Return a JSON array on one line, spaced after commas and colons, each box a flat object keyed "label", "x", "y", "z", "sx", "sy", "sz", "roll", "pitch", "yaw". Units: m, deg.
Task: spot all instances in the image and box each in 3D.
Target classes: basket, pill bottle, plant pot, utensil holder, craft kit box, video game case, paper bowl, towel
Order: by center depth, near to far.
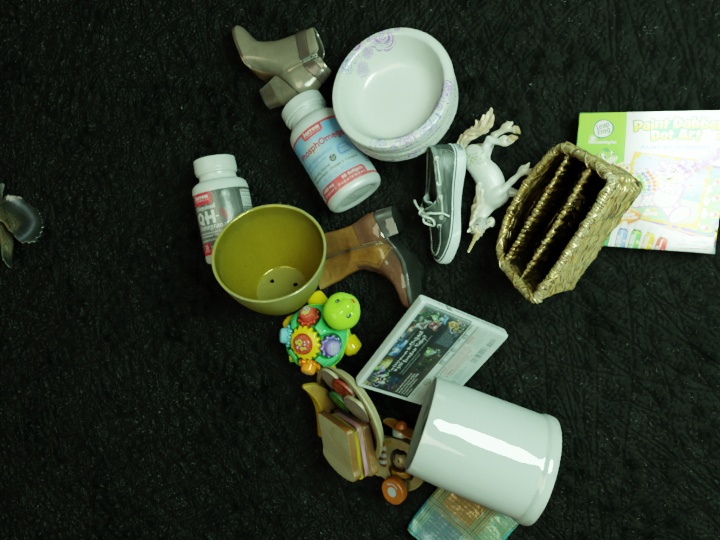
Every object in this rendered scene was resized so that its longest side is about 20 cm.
[{"label": "basket", "x": 0.272, "y": -0.076, "z": 0.737, "sx": 0.143, "sy": 0.148, "sz": 0.201, "roll": 42, "pitch": 121, "yaw": 30}, {"label": "craft kit box", "x": 0.420, "y": -0.131, "z": 0.765, "sx": 0.198, "sy": 0.048, "sz": 0.200, "roll": 5, "pitch": 96, "yaw": 22}, {"label": "utensil holder", "x": 0.188, "y": 0.280, "z": 0.821, "sx": 0.198, "sy": 0.170, "sz": 0.172, "roll": 19, "pitch": 104, "yaw": 5}, {"label": "paper bowl", "x": 0.061, "y": -0.280, "z": 0.852, "sx": 0.198, "sy": 0.104, "sz": 0.203, "roll": -2, "pitch": 82, "yaw": 18}, {"label": "video game case", "x": 0.117, "y": 0.145, "z": 0.864, "sx": 0.180, "sy": 0.023, "sz": 0.201, "roll": 22, "pitch": 120, "yaw": -24}, {"label": "pill bottle", "x": -0.056, "y": -0.214, "z": 0.921, "sx": 0.108, "sy": 0.109, "sz": 0.201, "roll": -35, "pitch": 83, "yaw": 23}, {"label": "towel", "x": 0.192, "y": 0.454, "z": 0.944, "sx": 0.146, "sy": 0.022, "sz": 0.201, "roll": 37, "pitch": 109, "yaw": 14}, {"label": "plant pot", "x": -0.155, "y": 0.002, "z": 0.945, "sx": 0.197, "sy": 0.142, "sz": 0.202, "roll": -1, "pitch": 59, "yaw": 2}, {"label": "pill bottle", "x": -0.269, "y": -0.120, "z": 1.022, "sx": 0.110, "sy": 0.111, "sz": 0.202, "roll": -10, "pitch": 93, "yaw": 24}]

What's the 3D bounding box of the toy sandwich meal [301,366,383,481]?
[{"label": "toy sandwich meal", "x": -0.036, "y": 0.270, "z": 0.921, "sx": 0.205, "sy": 0.070, "sz": 0.207, "roll": 36, "pitch": 139, "yaw": 38}]

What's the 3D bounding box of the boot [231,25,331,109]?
[{"label": "boot", "x": -0.143, "y": -0.404, "z": 0.965, "sx": 0.145, "sy": 0.070, "sz": 0.202, "roll": -28, "pitch": 86, "yaw": 17}]

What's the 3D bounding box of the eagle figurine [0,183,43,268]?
[{"label": "eagle figurine", "x": -0.908, "y": -0.126, "z": 1.304, "sx": 0.200, "sy": 0.151, "sz": 0.151, "roll": 45, "pitch": 158, "yaw": -19}]

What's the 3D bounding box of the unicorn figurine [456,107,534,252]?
[{"label": "unicorn figurine", "x": 0.216, "y": -0.146, "z": 0.841, "sx": 0.137, "sy": 0.074, "sz": 0.202, "roll": -27, "pitch": 71, "yaw": 33}]

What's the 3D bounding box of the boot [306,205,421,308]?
[{"label": "boot", "x": 0.000, "y": 0.000, "z": 0.947, "sx": 0.198, "sy": 0.068, "sz": 0.190, "roll": -20, "pitch": 93, "yaw": 26}]

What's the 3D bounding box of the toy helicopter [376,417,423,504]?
[{"label": "toy helicopter", "x": 0.043, "y": 0.320, "z": 0.965, "sx": 0.199, "sy": 0.079, "sz": 0.133, "roll": 33, "pitch": 115, "yaw": 29}]

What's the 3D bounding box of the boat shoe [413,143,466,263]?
[{"label": "boat shoe", "x": 0.127, "y": -0.105, "z": 0.851, "sx": 0.067, "sy": 0.074, "sz": 0.201, "roll": -5, "pitch": 118, "yaw": -17}]

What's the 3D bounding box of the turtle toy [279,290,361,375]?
[{"label": "turtle toy", "x": -0.073, "y": 0.114, "z": 0.972, "sx": 0.200, "sy": 0.101, "sz": 0.146, "roll": -44, "pitch": 79, "yaw": 21}]
